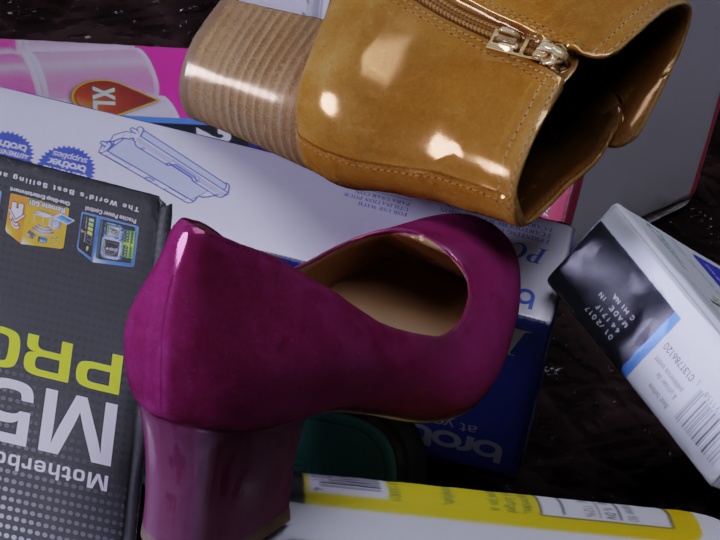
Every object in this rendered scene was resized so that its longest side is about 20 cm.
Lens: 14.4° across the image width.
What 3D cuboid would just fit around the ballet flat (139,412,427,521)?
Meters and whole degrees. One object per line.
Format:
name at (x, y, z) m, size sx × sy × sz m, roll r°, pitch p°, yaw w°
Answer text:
ballet flat at (-0.074, 0.048, 0.924) m, size 0.199 × 0.073 × 0.073 m, roll 9°, pitch 40°, yaw 9°

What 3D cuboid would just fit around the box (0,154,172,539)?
box at (-0.157, 0.030, 0.781) m, size 0.199 × 0.044 × 0.161 m, roll 15°, pitch 51°, yaw -14°

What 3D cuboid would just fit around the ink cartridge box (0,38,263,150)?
ink cartridge box at (-0.095, -0.043, 1.043) m, size 0.199 × 0.037 × 0.095 m, roll 4°, pitch 40°, yaw -10°

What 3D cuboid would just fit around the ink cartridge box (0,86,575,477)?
ink cartridge box at (-0.035, 0.004, 0.947) m, size 0.199 × 0.094 × 0.044 m, roll 13°, pitch 54°, yaw 5°

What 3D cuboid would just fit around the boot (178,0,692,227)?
boot at (0.045, -0.103, 0.926) m, size 0.144 × 0.071 × 0.201 m, roll 16°, pitch 62°, yaw 28°

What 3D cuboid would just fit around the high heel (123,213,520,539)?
high heel at (0.000, 0.000, 0.805) m, size 0.067 × 0.096 × 0.200 m, roll 15°, pitch 29°, yaw 18°

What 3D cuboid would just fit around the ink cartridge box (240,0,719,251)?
ink cartridge box at (0.047, -0.123, 1.075) m, size 0.083 × 0.147 × 0.200 m, roll -23°, pitch 49°, yaw -36°

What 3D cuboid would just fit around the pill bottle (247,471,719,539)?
pill bottle at (0.051, 0.122, 0.817) m, size 0.199 × 0.115 × 0.114 m, roll 6°, pitch 40°, yaw -4°

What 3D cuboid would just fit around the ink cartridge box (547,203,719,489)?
ink cartridge box at (0.149, 0.050, 0.930) m, size 0.200 × 0.039 × 0.100 m, roll 25°, pitch 21°, yaw -47°
